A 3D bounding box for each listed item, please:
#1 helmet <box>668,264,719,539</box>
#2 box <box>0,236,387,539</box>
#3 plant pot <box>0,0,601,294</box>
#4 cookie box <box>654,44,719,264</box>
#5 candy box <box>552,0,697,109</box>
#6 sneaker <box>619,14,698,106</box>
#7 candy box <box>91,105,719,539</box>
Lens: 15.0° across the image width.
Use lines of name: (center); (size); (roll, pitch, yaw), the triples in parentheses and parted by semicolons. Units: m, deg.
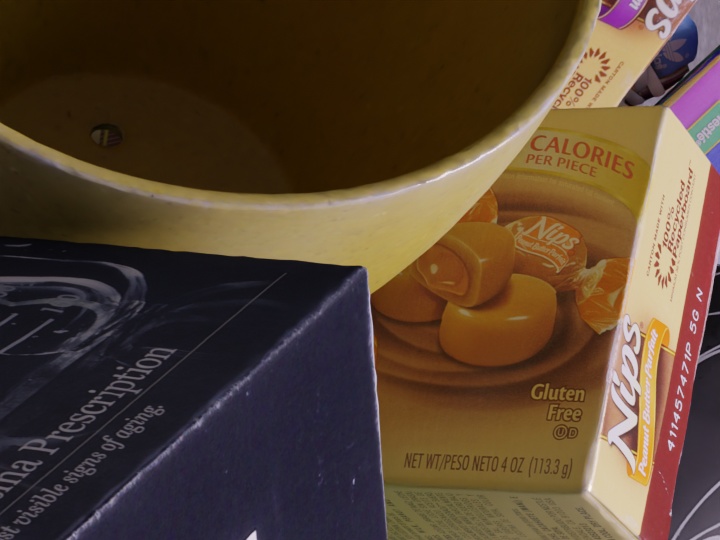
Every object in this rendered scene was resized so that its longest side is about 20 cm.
helmet: (0.117, 0.097, 0.930); (0.190, 0.200, 0.201); (-19, 116, -33)
box: (-0.113, 0.072, 0.556); (0.200, 0.181, 0.105); (-43, 132, -60)
plant pot: (-0.052, -0.053, 0.712); (0.142, 0.199, 0.201); (111, 3, -50)
cookie box: (0.154, -0.044, 1.209); (0.075, 0.171, 0.200); (47, 30, 1)
candy box: (0.083, -0.128, 1.012); (0.117, 0.056, 0.200); (-53, -168, 21)
sneaker: (0.090, -0.089, 1.141); (0.075, 0.089, 0.201); (72, 31, -43)
candy box: (-0.001, 0.017, 0.790); (0.055, 0.199, 0.116); (43, 54, -49)
